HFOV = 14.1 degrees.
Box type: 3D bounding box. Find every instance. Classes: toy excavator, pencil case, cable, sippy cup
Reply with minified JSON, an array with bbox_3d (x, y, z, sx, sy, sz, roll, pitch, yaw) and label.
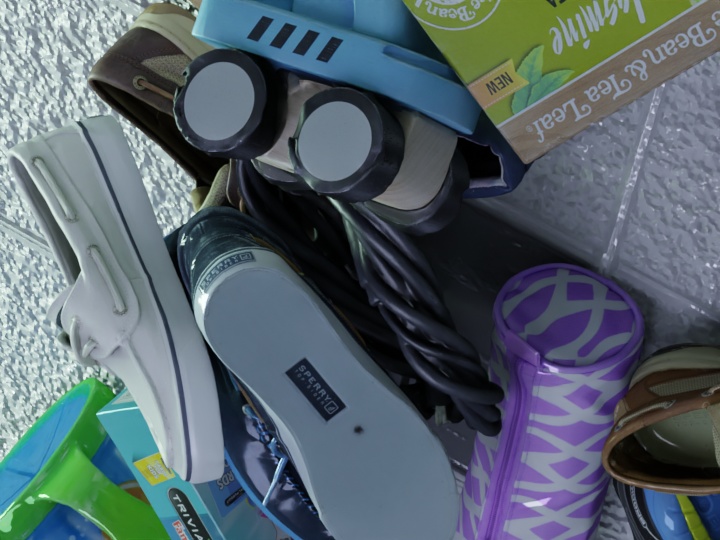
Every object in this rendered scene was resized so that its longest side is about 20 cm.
[{"bbox_3d":[-0.018,-0.139,1.325,0.194,0.100,0.201,20,88,28],"label":"toy excavator"},{"bbox_3d":[0.091,0.091,1.515,0.084,0.085,0.201,38,137,32],"label":"pencil case"},{"bbox_3d":[0.000,0.000,1.426,0.201,0.051,0.163,60,172,-20],"label":"cable"},{"bbox_3d":[-0.153,0.156,1.727,0.130,0.178,0.140,42,110,-13],"label":"sippy cup"}]

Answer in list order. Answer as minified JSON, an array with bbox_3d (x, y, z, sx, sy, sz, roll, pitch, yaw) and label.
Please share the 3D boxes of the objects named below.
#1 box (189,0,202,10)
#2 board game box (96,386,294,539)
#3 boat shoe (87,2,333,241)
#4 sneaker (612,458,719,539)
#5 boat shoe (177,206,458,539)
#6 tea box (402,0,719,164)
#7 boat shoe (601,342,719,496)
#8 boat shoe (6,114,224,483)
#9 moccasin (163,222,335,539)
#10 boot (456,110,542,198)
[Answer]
[{"bbox_3d":[-0.054,-0.222,1.408,0.163,0.021,0.200,43,126,2],"label":"box"},{"bbox_3d":[-0.035,0.116,1.580,0.047,0.151,0.201,-11,115,47],"label":"board game box"},{"bbox_3d":[-0.062,-0.048,1.526,0.200,0.072,0.072,47,150,-4],"label":"boat shoe"},{"bbox_3d":[0.193,0.170,1.522,0.200,0.071,0.083,60,161,-22],"label":"sneaker"},{"bbox_3d":[-0.019,0.054,1.429,0.071,0.091,0.201,-32,117,2],"label":"boat shoe"},{"bbox_3d":[0.107,-0.189,1.244,0.200,0.134,0.197,-31,102,39],"label":"tea box"},{"bbox_3d":[0.198,0.077,1.386,0.199,0.074,0.076,-11,116,47],"label":"boat shoe"},{"bbox_3d":[-0.123,0.018,1.449,0.072,0.065,0.201,120,132,-69],"label":"boat shoe"},{"bbox_3d":[-0.043,0.063,1.489,0.200,0.080,0.068,51,143,0],"label":"moccasin"},{"bbox_3d":[0.011,-0.087,1.437,0.199,0.090,0.073,8,126,33],"label":"boot"}]
